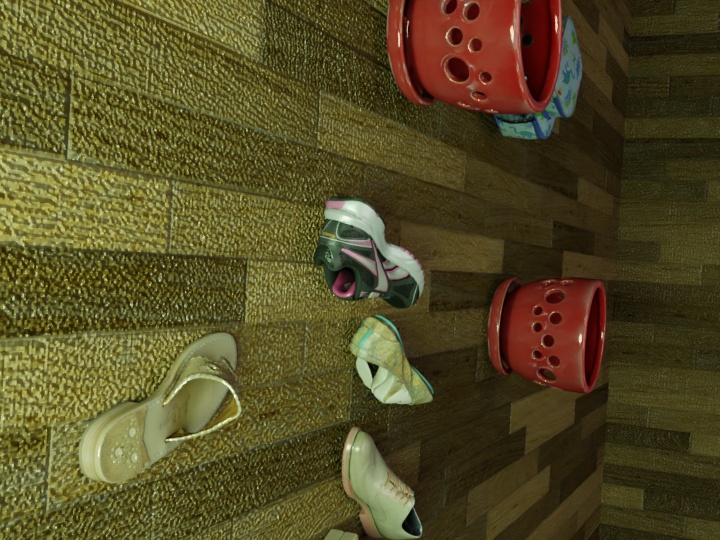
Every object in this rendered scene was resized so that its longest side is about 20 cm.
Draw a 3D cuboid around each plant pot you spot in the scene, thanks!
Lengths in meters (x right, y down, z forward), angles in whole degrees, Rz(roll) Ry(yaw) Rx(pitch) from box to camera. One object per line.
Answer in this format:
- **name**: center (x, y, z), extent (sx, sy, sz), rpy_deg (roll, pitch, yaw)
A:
- **plant pot**: center (0.329, 0.110, 1.605), extent (0.200, 0.182, 0.201), rpy_deg (3, 90, -65)
- **plant pot**: center (0.139, -0.295, 1.124), extent (0.200, 0.182, 0.201), rpy_deg (4, 90, -66)

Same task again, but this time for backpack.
- **backpack**: center (0.285, -0.317, 1.497), extent (0.200, 0.147, 0.183), rpy_deg (55, 47, -57)

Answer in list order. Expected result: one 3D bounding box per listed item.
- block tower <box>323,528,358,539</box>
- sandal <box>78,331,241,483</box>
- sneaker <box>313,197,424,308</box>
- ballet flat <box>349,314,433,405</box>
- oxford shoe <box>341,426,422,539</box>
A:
- **block tower**: center (-0.011, 0.408, 1.069), extent (0.058, 0.054, 0.201), rpy_deg (-43, 131, -55)
- **sandal**: center (-0.133, 0.115, 0.746), extent (0.212, 0.069, 0.078), rpy_deg (-36, 126, -59)
- **sneaker**: center (0.000, 0.000, 1.017), extent (0.200, 0.080, 0.086), rpy_deg (46, 65, -49)
- **ballet flat**: center (0.035, 0.128, 1.130), extent (0.200, 0.071, 0.071), rpy_deg (60, 41, -51)
- **oxford shoe**: center (0.030, 0.262, 1.112), extent (0.200, 0.074, 0.071), rpy_deg (69, 35, -42)
